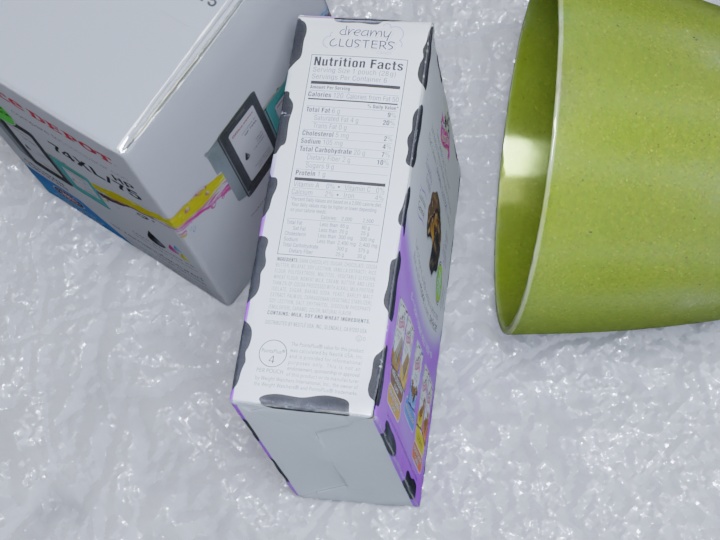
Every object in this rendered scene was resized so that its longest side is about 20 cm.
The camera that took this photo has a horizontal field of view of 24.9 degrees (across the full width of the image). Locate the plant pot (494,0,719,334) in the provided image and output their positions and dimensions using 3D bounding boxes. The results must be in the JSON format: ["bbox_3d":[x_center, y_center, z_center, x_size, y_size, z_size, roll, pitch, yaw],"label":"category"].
[{"bbox_3d":[0.179,-0.051,0.821,0.198,0.187,0.189,6,69,-3],"label":"plant pot"}]

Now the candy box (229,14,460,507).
[{"bbox_3d":[0.000,0.000,0.824,0.071,0.168,0.202,4,68,11],"label":"candy box"}]

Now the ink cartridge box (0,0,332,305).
[{"bbox_3d":[-0.108,-0.107,0.871,0.146,0.200,0.146,31,77,21],"label":"ink cartridge box"}]
